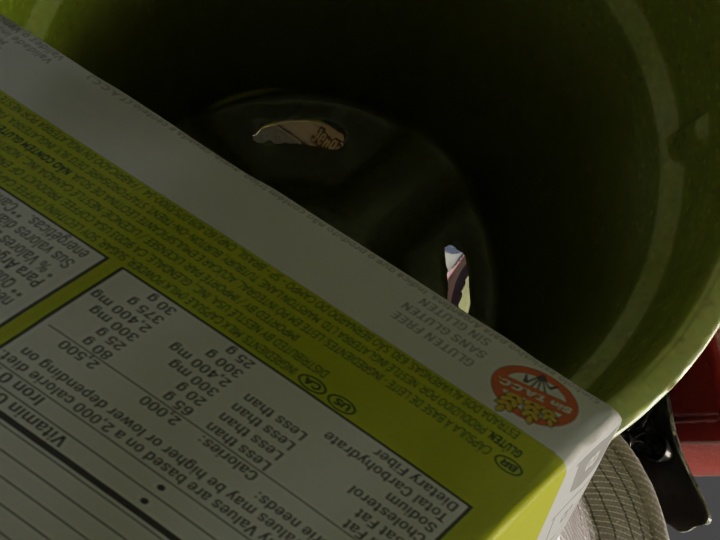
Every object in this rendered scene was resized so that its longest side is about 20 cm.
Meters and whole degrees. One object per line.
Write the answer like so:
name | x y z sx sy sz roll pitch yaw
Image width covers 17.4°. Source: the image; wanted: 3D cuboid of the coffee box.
coffee box | -0.107 0.086 0.458 0.198 0.200 0.200 -38 155 -51

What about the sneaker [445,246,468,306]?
sneaker | 0.000 0.000 0.952 0.082 0.070 0.200 -15 147 -29

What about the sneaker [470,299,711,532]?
sneaker | 0.084 0.008 0.953 0.060 0.104 0.200 -6 89 -33

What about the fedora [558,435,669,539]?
fedora | 0.002 0.087 0.759 0.090 0.199 0.177 77 10 -60

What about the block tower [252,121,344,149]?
block tower | 0.008 -0.062 0.834 0.200 0.054 0.058 -58 167 1

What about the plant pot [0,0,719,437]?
plant pot | -0.009 -0.016 0.645 0.201 0.200 0.184 -53 176 -17

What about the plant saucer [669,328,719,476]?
plant saucer | 0.115 -0.008 0.988 0.037 0.200 0.200 -12 180 -21
